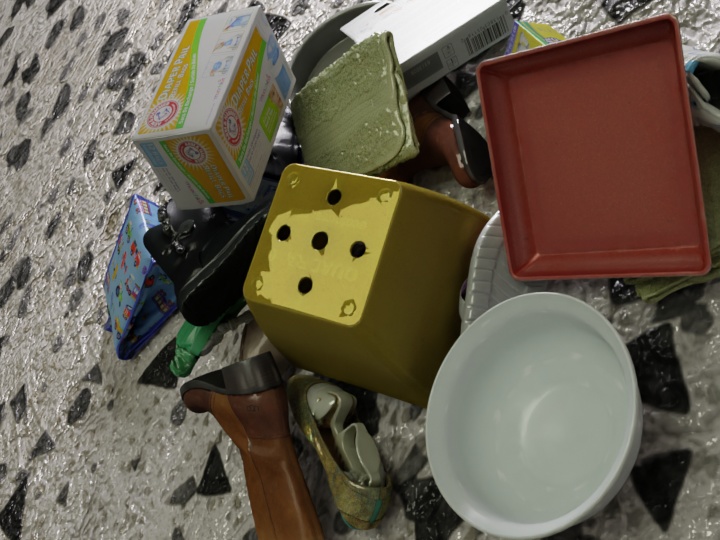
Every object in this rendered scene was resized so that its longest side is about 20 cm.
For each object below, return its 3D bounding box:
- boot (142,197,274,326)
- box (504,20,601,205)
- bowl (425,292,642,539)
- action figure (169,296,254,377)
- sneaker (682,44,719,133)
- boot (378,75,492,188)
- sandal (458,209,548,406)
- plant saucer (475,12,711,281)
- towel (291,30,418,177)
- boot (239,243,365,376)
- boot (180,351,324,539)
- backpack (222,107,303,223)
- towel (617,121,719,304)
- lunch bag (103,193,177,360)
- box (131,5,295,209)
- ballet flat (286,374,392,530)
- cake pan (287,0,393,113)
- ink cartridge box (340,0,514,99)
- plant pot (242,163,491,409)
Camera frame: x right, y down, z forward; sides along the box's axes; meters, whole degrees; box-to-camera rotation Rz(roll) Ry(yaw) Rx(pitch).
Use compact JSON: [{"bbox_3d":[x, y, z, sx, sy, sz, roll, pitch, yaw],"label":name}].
[{"bbox_3d":[-0.153,-0.052,1.014,0.199,0.077,0.169,-40,45,2],"label":"boot"},{"bbox_3d":[0.192,-0.147,0.854,0.201,0.047,0.119,-121,36,-50],"label":"box"},{"bbox_3d":[0.157,0.130,0.745,0.198,0.090,0.205,-23,52,33],"label":"bowl"},{"bbox_3d":[-0.156,0.039,1.035,0.201,0.055,0.117,-53,30,-15],"label":"action figure"},{"bbox_3d":[0.281,-0.157,0.736,0.076,0.086,0.200,-58,39,6],"label":"sneaker"},{"bbox_3d":[0.047,-0.107,1.010,0.199,0.068,0.190,-41,45,21],"label":"boot"},{"bbox_3d":[0.128,0.028,0.854,0.207,0.081,0.050,-70,14,-13],"label":"sandal"},{"bbox_3d":[0.200,-0.096,0.760,0.197,0.036,0.205,-3,101,47],"label":"plant saucer"},{"bbox_3d":[-0.013,-0.168,1.008,0.199,0.036,0.152,-24,76,51],"label":"towel"},{"bbox_3d":[-0.059,0.056,1.021,0.144,0.070,0.204,-6,63,40],"label":"boot"},{"bbox_3d":[-0.117,0.203,0.961,0.186,0.068,0.204,-22,85,45],"label":"boot"},{"bbox_3d":[-0.164,-0.147,1.157,0.192,0.196,0.156,-113,40,-51],"label":"backpack"},{"bbox_3d":[0.287,-0.081,0.779,0.147,0.036,0.204,-24,53,35],"label":"towel"},{"bbox_3d":[-0.329,0.020,1.308,0.201,0.093,0.152,-51,43,23],"label":"lunch bag"},{"bbox_3d":[-0.158,-0.182,0.994,0.099,0.113,0.203,-4,52,23],"label":"box"},{"bbox_3d":[-0.019,0.167,0.912,0.071,0.070,0.202,-43,47,16],"label":"ballet flat"},{"bbox_3d":[-0.006,-0.258,1.140,0.196,0.037,0.204,-14,56,21],"label":"cake pan"},{"bbox_3d":[0.075,-0.293,1.078,0.158,0.048,0.201,-33,34,-1],"label":"ink cartridge box"},{"bbox_3d":[0.000,0.000,0.870,0.196,0.176,0.204,13,77,30],"label":"plant pot"}]
